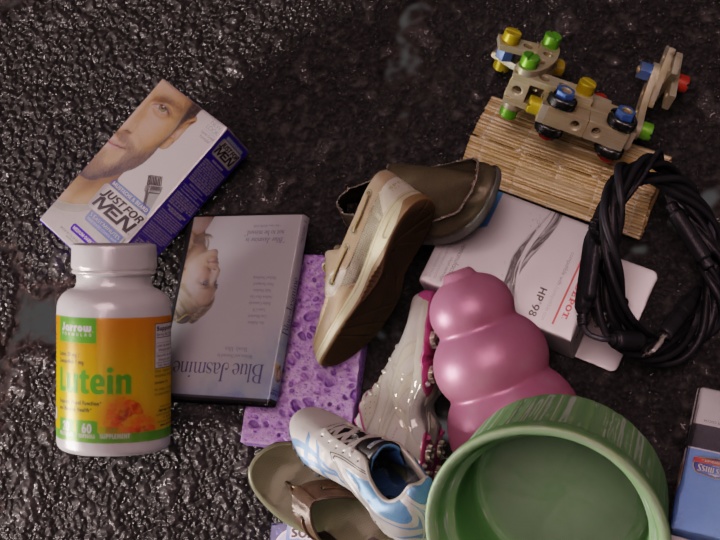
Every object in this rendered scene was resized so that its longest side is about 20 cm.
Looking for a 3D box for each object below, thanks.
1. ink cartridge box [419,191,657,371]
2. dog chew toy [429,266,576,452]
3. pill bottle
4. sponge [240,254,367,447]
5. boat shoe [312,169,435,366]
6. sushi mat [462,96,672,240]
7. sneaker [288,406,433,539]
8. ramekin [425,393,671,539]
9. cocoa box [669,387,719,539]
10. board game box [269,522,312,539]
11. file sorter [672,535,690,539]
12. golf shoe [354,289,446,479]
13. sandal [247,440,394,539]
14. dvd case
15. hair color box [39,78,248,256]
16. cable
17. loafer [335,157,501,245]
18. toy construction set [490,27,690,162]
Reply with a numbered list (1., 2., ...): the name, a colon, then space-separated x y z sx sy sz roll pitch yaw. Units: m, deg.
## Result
1. ink cartridge box: 0.173 0.005 1.310 0.200 0.067 0.116 22 77 18
2. dog chew toy: 0.122 0.094 1.237 0.124 0.125 0.200 -21 91 5
3. pill bottle: -0.240 0.074 1.325 0.111 0.111 0.200 1 93 13
4. sponge: -0.050 0.079 1.355 0.112 0.030 0.200 3 73 13
5. boat shoe: 0.000 0.000 1.289 0.065 0.072 0.200 40 118 29
6. sushi mat: 0.204 -0.105 1.367 0.200 0.012 0.096 22 78 18
7. sneaker: 0.005 0.167 1.216 0.072 0.073 0.200 -13 31 -34
8. ramekin: 0.161 0.201 1.128 0.200 0.098 0.200 6 110 17
9. cocoa box: 0.371 0.200 1.161 0.200 0.133 0.131 12 69 15
10. board game box: 0.010 0.308 1.264 0.200 0.034 0.135 0 71 12
11. file sorter: 0.336 0.322 1.123 0.200 0.139 0.125 15 67 17
12. golf shoe: 0.037 0.116 1.295 0.091 0.075 0.200 3 81 24
13. sandal: -0.019 0.224 1.249 0.201 0.057 0.080 36 83 20
14. dvd case: -0.130 0.037 1.372 0.143 0.018 0.200 0 72 30
15. hair color box: -0.226 -0.089 1.423 0.109 0.065 0.200 38 84 28
16. cable: 0.279 -0.014 1.261 0.163 0.051 0.200 14 78 -23
17. loafer: 0.050 -0.065 1.307 0.200 0.070 0.075 -18 48 45
18. toy construction set: 0.223 -0.178 1.348 0.200 0.092 0.131 8 36 8
